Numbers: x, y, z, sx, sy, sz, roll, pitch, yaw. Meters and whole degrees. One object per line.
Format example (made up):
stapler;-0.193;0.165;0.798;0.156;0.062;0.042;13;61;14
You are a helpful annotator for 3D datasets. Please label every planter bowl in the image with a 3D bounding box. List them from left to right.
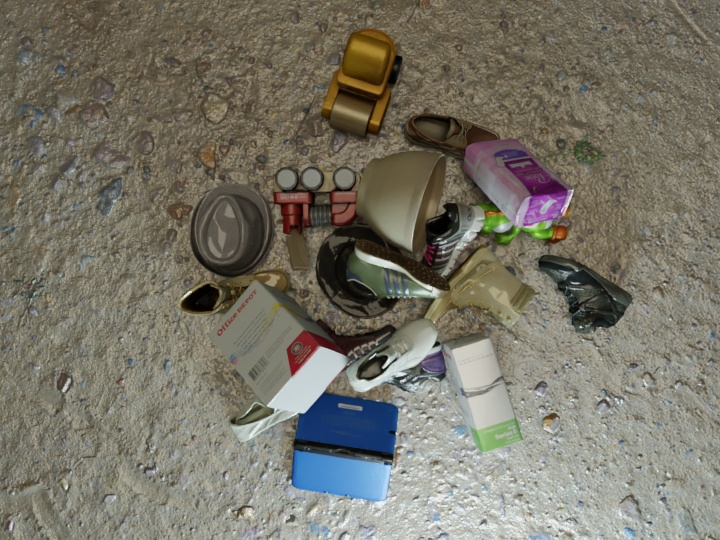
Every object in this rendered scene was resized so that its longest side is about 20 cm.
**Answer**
planter bowl;0.072;-0.144;1.150;0.134;0.200;0.201;17;88;14

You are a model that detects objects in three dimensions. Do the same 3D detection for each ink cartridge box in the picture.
ink cartridge box;-0.152;0.144;1.120;0.145;0.145;0.200;-49;62;3
ink cartridge box;0.230;0.228;1.144;0.084;0.146;0.201;-16;87;1

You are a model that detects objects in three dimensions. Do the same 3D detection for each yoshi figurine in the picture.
yoshi figurine;0.310;-0.106;1.195;0.199;0.112;0.113;4;49;-10

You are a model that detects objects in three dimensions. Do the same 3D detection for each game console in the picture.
game console;-0.032;0.359;1.211;0.199;0.118;0.171;8;57;2

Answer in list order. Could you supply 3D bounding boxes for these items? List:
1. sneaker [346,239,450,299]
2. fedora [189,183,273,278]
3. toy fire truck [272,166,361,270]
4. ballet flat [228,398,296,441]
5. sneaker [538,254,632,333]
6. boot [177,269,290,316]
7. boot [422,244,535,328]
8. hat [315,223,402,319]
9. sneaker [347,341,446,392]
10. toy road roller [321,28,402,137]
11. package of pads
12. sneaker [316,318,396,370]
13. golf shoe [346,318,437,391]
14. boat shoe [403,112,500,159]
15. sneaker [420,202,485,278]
sneaker;0.064;0.020;1.133;0.200;0.067;0.090;25;122;-6
fedora;-0.270;-0.086;1.202;0.176;0.090;0.201;11;88;2
toy fire truck;-0.086;-0.105;1.187;0.175;0.129;0.201;0;95;1
ballet flat;-0.179;0.273;1.186;0.200;0.069;0.070;-32;87;6
sneaker;0.431;0.052;1.181;0.199;0.076;0.114;32;82;-2
boot;-0.244;0.043;1.163;0.199;0.155;0.073;-13;87;1
boot;0.234;0.070;1.182;0.155;0.073;0.200;42;85;4
hat;0.000;0.000;1.195;0.200;0.081;0.201;0;88;3
sneaker;0.076;0.212;1.189;0.199;0.076;0.088;-15;93;1
toy road roller;0.003;-0.381;1.179;0.123;0.146;0.200;19;88;3
package of pads;0.295;-0.175;1.135;0.120;0.076;0.200;-14;48;-20
sneaker;-0.035;0.134;1.196;0.200;0.076;0.116;-30;75;-7
golf shoe;0.067;0.158;1.107;0.200;0.097;0.078;-36;82;-9
boat shoe;0.188;-0.275;1.204;0.199;0.072;0.076;8;88;-1
sneaker;0.151;-0.055;1.148;0.087;0.074;0.200;19;124;-24
